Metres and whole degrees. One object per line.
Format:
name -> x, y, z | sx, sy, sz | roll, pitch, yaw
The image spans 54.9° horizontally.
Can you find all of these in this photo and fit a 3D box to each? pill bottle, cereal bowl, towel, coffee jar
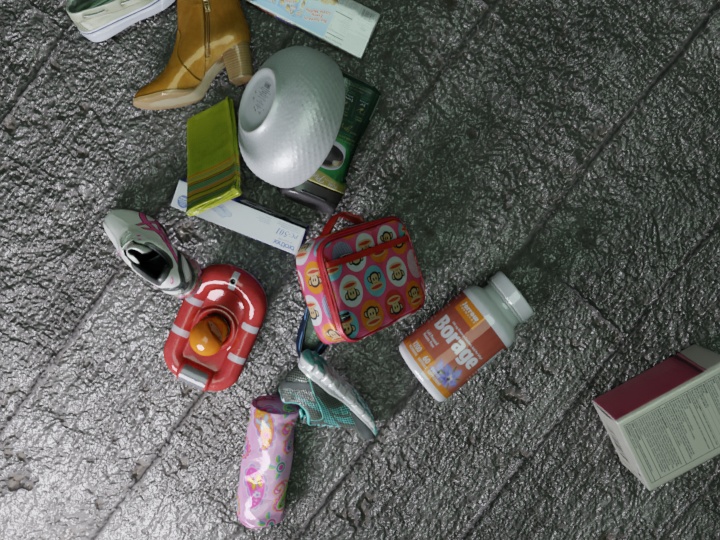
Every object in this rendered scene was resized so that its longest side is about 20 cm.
pill bottle -> 0.165, 0.097, 1.069 | 0.199, 0.112, 0.113 | -41, 96, 4
cereal bowl -> -0.114, -0.224, 0.978 | 0.082, 0.199, 0.204 | 15, 99, -39
towel -> -0.217, -0.169, 1.003 | 0.085, 0.203, 0.018 | -21, 142, 12
coffee jar -> -0.051, -0.193, 1.040 | 0.103, 0.085, 0.204 | 20, 96, -19

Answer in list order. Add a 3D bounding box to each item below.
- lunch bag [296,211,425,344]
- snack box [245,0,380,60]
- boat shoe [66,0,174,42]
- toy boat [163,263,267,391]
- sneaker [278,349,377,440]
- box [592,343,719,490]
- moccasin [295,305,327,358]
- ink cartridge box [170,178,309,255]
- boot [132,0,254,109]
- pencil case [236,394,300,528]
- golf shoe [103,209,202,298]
lunch bag -> 0.000, 0.000, 1.023 | 0.081, 0.198, 0.180 | -13, 96, 46
snack box -> -0.073, -0.396, 1.048 | 0.197, 0.024, 0.073 | 26, 97, -4
boat shoe -> -0.336, -0.408, 1.013 | 0.198, 0.062, 0.073 | -33, 72, 4
toy boat -> -0.224, 0.091, 1.052 | 0.128, 0.131, 0.203 | 24, 96, -4
sneaker -> -0.052, 0.210, 1.079 | 0.091, 0.078, 0.200 | -41, 118, 3
box -> 0.493, 0.227, 1.093 | 0.197, 0.109, 0.130 | -29, 96, 2
moccasin -> -0.043, 0.051, 1.081 | 0.079, 0.068, 0.204 | 17, 96, -3
ink cartridge box -> -0.177, -0.082, 1.050 | 0.196, 0.094, 0.045 | 21, 97, -3
boot -> -0.260, -0.334, 1.039 | 0.197, 0.071, 0.147 | -16, 88, 3
pencil case -> -0.147, 0.305, 1.107 | 0.085, 0.087, 0.205 | 8, 98, -2
golf shoe -> -0.321, -0.038, 1.029 | 0.198, 0.092, 0.073 | 35, 90, 23
